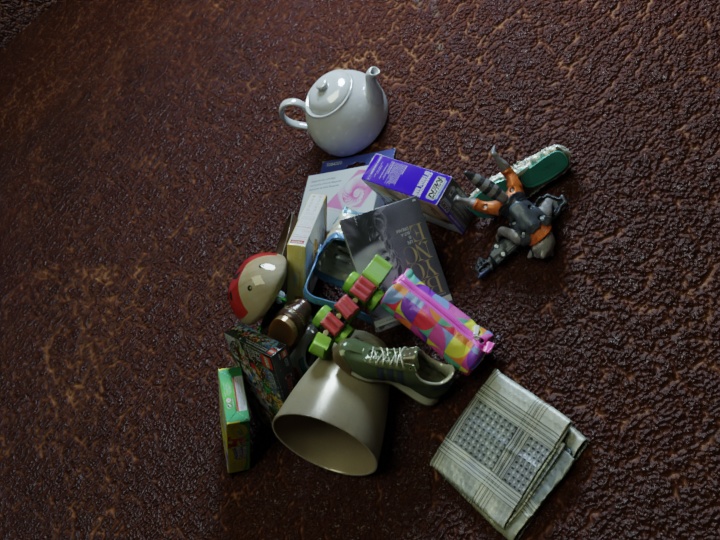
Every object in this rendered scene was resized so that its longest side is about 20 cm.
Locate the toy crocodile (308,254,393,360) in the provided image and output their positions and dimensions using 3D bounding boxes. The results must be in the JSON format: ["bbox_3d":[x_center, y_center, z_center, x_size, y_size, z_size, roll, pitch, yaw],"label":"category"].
[{"bbox_3d":[-0.018,0.059,1.335,0.067,0.062,0.200,39,80,8],"label":"toy crocodile"}]

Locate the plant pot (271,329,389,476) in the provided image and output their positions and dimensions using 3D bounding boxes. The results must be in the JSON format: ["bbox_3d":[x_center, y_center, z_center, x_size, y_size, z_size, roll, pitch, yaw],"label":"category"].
[{"bbox_3d":[-0.025,0.207,1.359,0.185,0.188,0.202,-2,48,35],"label":"plant pot"}]

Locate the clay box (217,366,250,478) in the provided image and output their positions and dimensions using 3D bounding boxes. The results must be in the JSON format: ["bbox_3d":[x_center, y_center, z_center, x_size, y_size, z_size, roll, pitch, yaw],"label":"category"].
[{"bbox_3d":[-0.230,0.282,1.479,0.047,0.201,0.116,-7,50,-13],"label":"clay box"}]

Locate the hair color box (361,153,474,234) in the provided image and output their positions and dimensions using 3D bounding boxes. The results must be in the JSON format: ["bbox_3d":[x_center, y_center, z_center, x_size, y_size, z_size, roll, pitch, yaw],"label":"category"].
[{"bbox_3d":[0.107,-0.143,1.498,0.199,0.109,0.065,23,78,43],"label":"hair color box"}]

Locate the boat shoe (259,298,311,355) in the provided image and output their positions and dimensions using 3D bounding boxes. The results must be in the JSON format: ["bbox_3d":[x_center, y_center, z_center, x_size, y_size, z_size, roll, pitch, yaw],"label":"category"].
[{"bbox_3d":[-0.138,0.115,1.438,0.070,0.070,0.200,-51,4,-37],"label":"boat shoe"}]

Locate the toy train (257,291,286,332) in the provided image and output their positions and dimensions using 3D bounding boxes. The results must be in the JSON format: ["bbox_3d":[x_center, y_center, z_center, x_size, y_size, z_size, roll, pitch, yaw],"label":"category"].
[{"bbox_3d":[-0.176,0.115,1.533,0.057,0.041,0.201,-78,9,-50],"label":"toy train"}]

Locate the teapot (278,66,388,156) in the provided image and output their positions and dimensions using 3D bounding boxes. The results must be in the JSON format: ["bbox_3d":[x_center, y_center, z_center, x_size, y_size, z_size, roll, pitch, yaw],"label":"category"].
[{"bbox_3d":[-0.050,-0.350,1.713,0.201,0.146,0.197,-50,46,2],"label":"teapot"}]

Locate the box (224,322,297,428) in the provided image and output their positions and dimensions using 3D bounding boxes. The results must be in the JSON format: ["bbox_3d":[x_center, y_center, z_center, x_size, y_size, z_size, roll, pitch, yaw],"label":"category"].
[{"bbox_3d":[-0.164,0.201,1.443,0.038,0.202,0.136,-35,36,-32],"label":"box"}]

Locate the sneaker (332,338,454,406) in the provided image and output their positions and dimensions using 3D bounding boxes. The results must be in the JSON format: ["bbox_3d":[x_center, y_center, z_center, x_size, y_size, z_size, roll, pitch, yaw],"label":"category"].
[{"bbox_3d":[0.061,0.145,1.293,0.090,0.198,0.068,-51,19,45],"label":"sneaker"}]

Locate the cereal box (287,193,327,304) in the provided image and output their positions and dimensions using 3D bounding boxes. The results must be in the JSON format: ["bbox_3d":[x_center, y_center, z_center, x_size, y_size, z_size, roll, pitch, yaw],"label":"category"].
[{"bbox_3d":[-0.099,-0.035,1.518,0.039,0.146,0.201,7,34,6],"label":"cereal box"}]

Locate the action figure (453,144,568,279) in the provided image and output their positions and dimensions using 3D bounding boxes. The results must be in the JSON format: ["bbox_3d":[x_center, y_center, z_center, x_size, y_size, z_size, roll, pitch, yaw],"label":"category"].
[{"bbox_3d":[0.240,-0.081,1.353,0.193,0.104,0.201,43,98,16],"label":"action figure"}]

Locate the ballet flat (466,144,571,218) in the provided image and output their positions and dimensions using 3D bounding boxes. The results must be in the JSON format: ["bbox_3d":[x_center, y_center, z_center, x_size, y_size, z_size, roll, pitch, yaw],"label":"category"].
[{"bbox_3d":[0.279,-0.157,1.419,0.198,0.072,0.072,-28,50,18],"label":"ballet flat"}]

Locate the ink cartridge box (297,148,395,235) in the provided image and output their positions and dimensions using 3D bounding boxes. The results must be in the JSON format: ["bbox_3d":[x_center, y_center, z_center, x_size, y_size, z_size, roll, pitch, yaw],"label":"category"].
[{"bbox_3d":[-0.033,-0.161,1.661,0.194,0.043,0.203,-6,63,35],"label":"ink cartridge box"}]

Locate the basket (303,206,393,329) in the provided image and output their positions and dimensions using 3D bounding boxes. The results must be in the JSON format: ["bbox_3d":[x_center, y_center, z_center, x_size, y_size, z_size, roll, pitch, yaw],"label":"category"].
[{"bbox_3d":[0.000,0.000,1.450,0.140,0.174,0.202,120,169,-45],"label":"basket"}]

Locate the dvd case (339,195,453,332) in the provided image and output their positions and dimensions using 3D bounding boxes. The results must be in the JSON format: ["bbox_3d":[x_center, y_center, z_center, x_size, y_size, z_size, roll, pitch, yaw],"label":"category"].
[{"bbox_3d":[0.062,-0.013,1.395,0.147,0.016,0.203,-18,88,-13],"label":"dvd case"}]

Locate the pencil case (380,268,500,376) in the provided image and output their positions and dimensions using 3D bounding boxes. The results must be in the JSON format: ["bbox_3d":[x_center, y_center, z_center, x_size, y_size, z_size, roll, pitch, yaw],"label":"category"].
[{"bbox_3d":[0.128,0.083,1.318,0.199,0.088,0.089,36,87,16],"label":"pencil case"}]

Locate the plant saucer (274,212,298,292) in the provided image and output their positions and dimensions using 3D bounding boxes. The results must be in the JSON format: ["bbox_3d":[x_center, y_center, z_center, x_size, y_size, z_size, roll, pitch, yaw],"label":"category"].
[{"bbox_3d":[-0.153,-0.014,1.602,0.200,0.034,0.203,-162,89,-81],"label":"plant saucer"}]

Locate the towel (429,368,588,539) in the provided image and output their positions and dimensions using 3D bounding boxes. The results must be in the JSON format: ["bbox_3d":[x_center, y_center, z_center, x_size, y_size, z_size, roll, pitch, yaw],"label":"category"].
[{"bbox_3d":[0.217,0.272,1.220,0.193,0.034,0.199,-53,47,-2],"label":"towel"}]

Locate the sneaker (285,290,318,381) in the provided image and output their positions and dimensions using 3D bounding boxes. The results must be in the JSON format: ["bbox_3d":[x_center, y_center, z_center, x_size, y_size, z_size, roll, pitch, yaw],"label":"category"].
[{"bbox_3d":[-0.101,0.115,1.535,0.092,0.070,0.203,-4,63,26],"label":"sneaker"}]

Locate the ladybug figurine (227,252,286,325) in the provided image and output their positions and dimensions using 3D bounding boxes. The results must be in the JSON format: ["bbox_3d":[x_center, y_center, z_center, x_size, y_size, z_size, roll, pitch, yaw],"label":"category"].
[{"bbox_3d":[-0.189,0.026,1.439,0.137,0.071,0.200,-65,13,-16],"label":"ladybug figurine"}]
